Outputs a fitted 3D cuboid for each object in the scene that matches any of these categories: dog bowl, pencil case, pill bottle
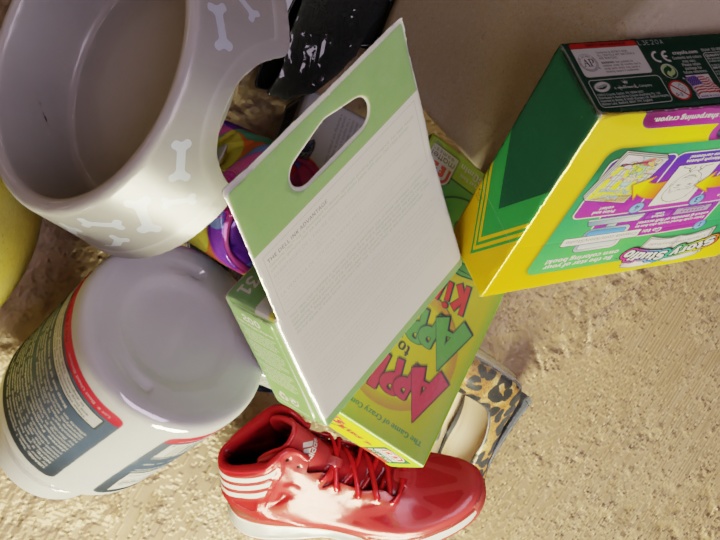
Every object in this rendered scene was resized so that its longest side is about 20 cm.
[{"bbox_3d":[-0.131,-0.110,0.643,0.059,0.200,0.201,16,101,-51],"label":"dog bowl"},{"bbox_3d":[-0.108,-0.063,0.715,0.088,0.200,0.089,-23,124,-38],"label":"pencil case"},{"bbox_3d":[-0.158,0.074,0.738,0.119,0.200,0.120,18,56,-30],"label":"pill bottle"}]

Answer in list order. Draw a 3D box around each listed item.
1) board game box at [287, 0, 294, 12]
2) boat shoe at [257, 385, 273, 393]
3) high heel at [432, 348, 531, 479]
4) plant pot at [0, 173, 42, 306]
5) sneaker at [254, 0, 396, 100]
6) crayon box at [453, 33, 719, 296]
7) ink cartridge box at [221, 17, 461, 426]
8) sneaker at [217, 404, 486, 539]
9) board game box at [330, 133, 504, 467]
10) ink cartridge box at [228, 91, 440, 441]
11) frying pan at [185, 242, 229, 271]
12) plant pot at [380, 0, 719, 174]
[{"bbox_3d":[-0.113,-0.246,0.717,0.200,0.028,0.136,27,95,-14],"label":"board game box"},{"bbox_3d":[-0.032,0.075,0.869,0.199,0.069,0.084,-1,120,-31],"label":"boat shoe"},{"bbox_3d":[0.063,0.130,0.914,0.143,0.071,0.200,-54,146,-5],"label":"high heel"},{"bbox_3d":[-0.275,-0.029,0.682,0.199,0.142,0.201,-9,111,-23],"label":"plant pot"},{"bbox_3d":[-0.012,-0.216,0.788,0.104,0.060,0.200,-3,112,-29],"label":"sneaker"},{"bbox_3d":[0.178,-0.066,0.722,0.199,0.058,0.173,-8,150,-26],"label":"crayon box"},{"bbox_3d":[-0.014,-0.026,0.656,0.146,0.048,0.200,-48,141,-24],"label":"ink cartridge box"},{"bbox_3d":[-0.010,0.151,0.853,0.199,0.079,0.116,-7,144,4],"label":"sneaker"},{"bbox_3d":[0.035,0.020,0.790,0.101,0.048,0.200,35,68,-19],"label":"board game box"},{"bbox_3d":[0.000,0.000,0.826,0.173,0.044,0.201,25,72,-23],"label":"ink cartridge box"},{"bbox_3d":[-0.049,0.002,0.870,0.115,0.031,0.190,-41,117,-6],"label":"frying pan"},{"bbox_3d":[0.132,-0.150,0.789,0.177,0.200,0.200,-46,146,13],"label":"plant pot"}]
